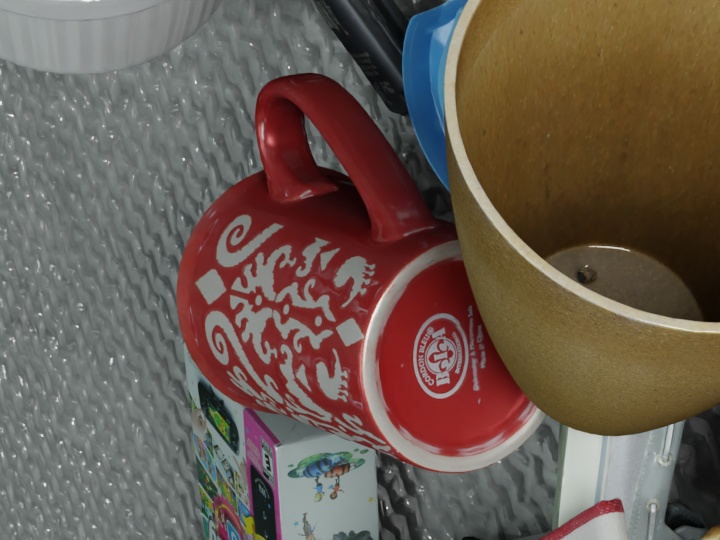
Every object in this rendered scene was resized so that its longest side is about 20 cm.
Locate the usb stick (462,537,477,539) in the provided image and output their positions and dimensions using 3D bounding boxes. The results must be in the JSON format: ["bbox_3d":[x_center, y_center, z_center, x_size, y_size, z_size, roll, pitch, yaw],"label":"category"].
[{"bbox_3d":[0.053,0.229,1.263,0.055,0.033,0.201,41,141,28],"label":"usb stick"}]

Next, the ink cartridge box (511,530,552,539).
[{"bbox_3d":[0.032,0.230,1.156,0.199,0.085,0.147,-15,97,21],"label":"ink cartridge box"}]

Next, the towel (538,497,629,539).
[{"bbox_3d":[0.092,0.216,0.971,0.144,0.023,0.201,-42,52,55],"label":"towel"}]

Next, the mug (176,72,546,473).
[{"bbox_3d":[-0.007,0.010,1.085,0.178,0.133,0.200,51,167,-23],"label":"mug"}]

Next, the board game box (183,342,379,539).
[{"bbox_3d":[-0.044,0.152,1.332,0.148,0.064,0.201,-136,37,-56],"label":"board game box"}]

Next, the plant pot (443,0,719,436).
[{"bbox_3d":[0.117,-0.016,0.907,0.187,0.186,0.200,56,162,21],"label":"plant pot"}]

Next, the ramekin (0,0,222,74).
[{"bbox_3d":[-0.151,-0.195,1.191,0.203,0.201,0.094,54,158,24],"label":"ramekin"}]

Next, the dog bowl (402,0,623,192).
[{"bbox_3d":[0.081,-0.110,1.004,0.112,0.049,0.201,52,145,26],"label":"dog bowl"}]

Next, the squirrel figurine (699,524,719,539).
[{"bbox_3d":[0.209,0.122,0.860,0.186,0.141,0.201,-4,102,65],"label":"squirrel figurine"}]

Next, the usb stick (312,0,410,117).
[{"bbox_3d":[-0.023,-0.160,1.091,0.200,0.033,0.055,54,168,-16],"label":"usb stick"}]

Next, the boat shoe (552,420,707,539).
[{"bbox_3d":[0.125,0.120,1.032,0.070,0.071,0.202,-78,-9,-75],"label":"boat shoe"}]
